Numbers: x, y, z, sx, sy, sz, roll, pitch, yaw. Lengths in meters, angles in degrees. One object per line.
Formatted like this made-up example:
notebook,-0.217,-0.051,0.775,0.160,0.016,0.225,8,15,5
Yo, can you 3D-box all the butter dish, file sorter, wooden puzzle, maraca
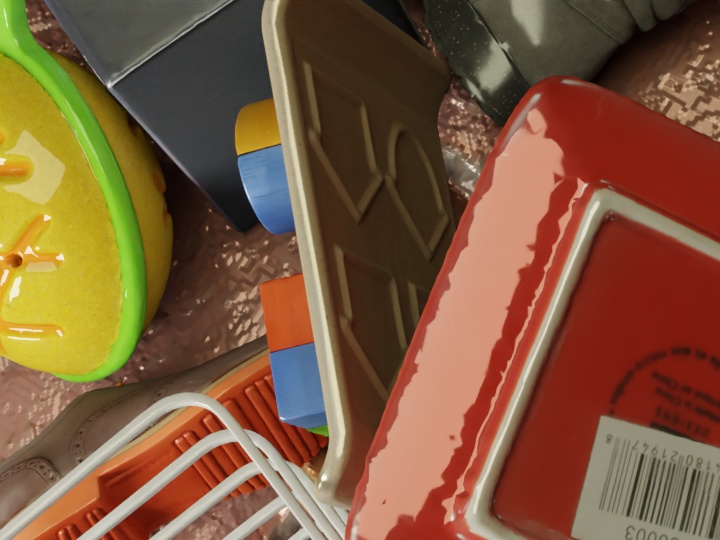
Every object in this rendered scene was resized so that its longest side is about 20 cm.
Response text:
butter dish,0.093,0.055,1.063,0.200,0.148,0.200,24,82,-16
file sorter,-0.048,0.151,1.106,0.139,0.200,0.125,-39,65,1
wooden puzzle,0.000,0.000,1.128,0.046,0.185,0.201,-9,77,19
maraca,-0.147,-0.047,1.219,0.137,0.107,0.201,-26,88,51

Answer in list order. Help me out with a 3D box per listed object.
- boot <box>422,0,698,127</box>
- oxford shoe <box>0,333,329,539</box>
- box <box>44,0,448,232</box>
boot,0.065,-0.169,1.228,0.132,0.070,0.200,-38,80,14
oxford shoe,-0.080,0.062,1.208,0.200,0.071,0.073,-31,48,-7
box,-0.079,-0.148,1.196,0.123,0.200,0.199,-36,69,1
